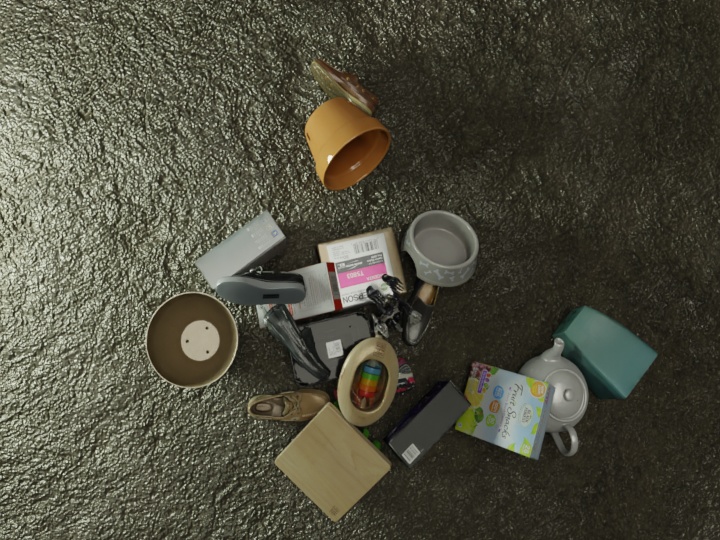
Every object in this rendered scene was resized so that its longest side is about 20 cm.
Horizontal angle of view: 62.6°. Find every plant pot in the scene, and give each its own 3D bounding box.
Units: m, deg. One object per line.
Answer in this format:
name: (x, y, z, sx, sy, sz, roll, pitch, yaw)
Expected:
plant pot: (-0.369, 0.157, 1.338, 0.194, 0.134, 0.207, 1, 83, -7)
plant pot: (0.588, 0.194, 1.470, 0.200, 0.142, 0.141, 43, 80, 7)
plant pot: (-0.044, -0.313, 1.424, 0.197, 0.201, 0.141, -33, 71, -10)

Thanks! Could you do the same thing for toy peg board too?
toy peg board: (-0.057, 0.426, 1.371, 0.200, 0.098, 0.200, 43, 105, 0)

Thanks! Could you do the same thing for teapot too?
teapot: (0.474, 0.303, 1.431, 0.199, 0.146, 0.199, 40, 80, -2)

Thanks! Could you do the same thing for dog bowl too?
dog bowl: (0.197, -0.061, 1.436, 0.193, 0.059, 0.205, 5, 54, -7)

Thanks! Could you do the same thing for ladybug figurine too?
ladybug figurine: (0.015, 0.241, 1.321, 0.132, 0.072, 0.206, 18, 92, -12)

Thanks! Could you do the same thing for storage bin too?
storage bin: (-0.069, 0.185, 1.398, 0.194, 0.094, 0.139, -12, 84, -8)

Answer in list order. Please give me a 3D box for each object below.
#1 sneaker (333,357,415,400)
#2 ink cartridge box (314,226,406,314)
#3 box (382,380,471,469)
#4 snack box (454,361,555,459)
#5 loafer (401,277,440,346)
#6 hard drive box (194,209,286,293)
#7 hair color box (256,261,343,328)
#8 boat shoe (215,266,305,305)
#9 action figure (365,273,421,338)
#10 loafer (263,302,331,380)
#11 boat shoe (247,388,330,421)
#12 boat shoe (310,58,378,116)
sneaker: (0.030, 0.270, 1.417, 0.194, 0.082, 0.076, -11, 56, -9)
ink cartridge box: (0.000, 0.000, 1.439, 0.194, 0.075, 0.170, -14, 84, -10)
box: (0.151, 0.355, 1.381, 0.199, 0.141, 0.079, -43, 82, -11)
snack box: (0.338, 0.324, 1.392, 0.196, 0.067, 0.173, 10, 78, 38)
loafer: (0.150, 0.085, 1.450, 0.071, 0.072, 0.206, 16, 82, -6)
hard drive box: (-0.270, -0.036, 1.365, 0.198, 0.156, 0.078, -38, 88, -11)
hair color box: (-0.147, 0.058, 1.378, 0.194, 0.064, 0.114, -14, 85, 17)
boat shoe: (-0.216, 0.026, 1.295, 0.193, 0.075, 0.069, 0, 46, -13)
action figure: (0.071, 0.101, 1.369, 0.117, 0.202, 0.103, -31, 56, -6)
loafer: (-0.131, 0.156, 1.311, 0.070, 0.068, 0.201, -43, 86, -3)
boat shoe: (-0.165, 0.319, 1.382, 0.193, 0.065, 0.074, -5, 84, -8)
boat shoe: (-0.039, -0.464, 1.496, 0.199, 0.072, 0.068, 40, 74, -8)
